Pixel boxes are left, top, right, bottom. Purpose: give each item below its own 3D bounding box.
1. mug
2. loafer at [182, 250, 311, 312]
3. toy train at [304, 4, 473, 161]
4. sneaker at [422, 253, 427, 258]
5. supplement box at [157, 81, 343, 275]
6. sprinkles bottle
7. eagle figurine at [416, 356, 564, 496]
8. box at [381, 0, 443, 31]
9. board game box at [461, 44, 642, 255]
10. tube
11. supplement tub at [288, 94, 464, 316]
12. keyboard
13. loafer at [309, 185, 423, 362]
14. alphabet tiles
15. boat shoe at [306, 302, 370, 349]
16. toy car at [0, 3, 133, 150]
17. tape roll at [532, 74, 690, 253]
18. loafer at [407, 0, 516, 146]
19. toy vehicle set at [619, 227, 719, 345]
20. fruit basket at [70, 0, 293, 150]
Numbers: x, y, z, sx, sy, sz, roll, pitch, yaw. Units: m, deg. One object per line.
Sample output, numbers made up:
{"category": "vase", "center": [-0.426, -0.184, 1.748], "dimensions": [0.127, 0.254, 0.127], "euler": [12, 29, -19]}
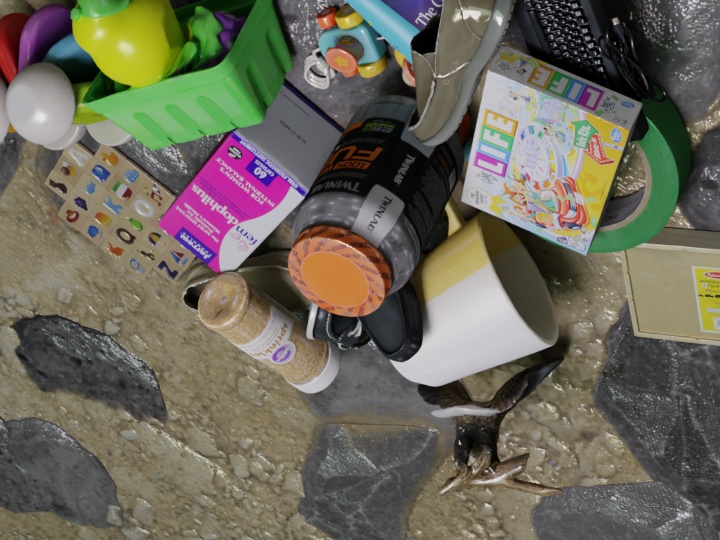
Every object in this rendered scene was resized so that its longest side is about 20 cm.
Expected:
{"category": "mug", "center": [0.095, 0.026, 1.559], "dimensions": [0.152, 0.188, 0.149], "euler": [-30, 145, 22]}
{"category": "loafer", "center": [-0.124, 0.025, 1.768], "dimensions": [0.198, 0.069, 0.076], "euler": [-2, 128, 33]}
{"category": "toy train", "center": [0.029, -0.174, 1.495], "dimensions": [0.198, 0.056, 0.151], "euler": [26, 138, 7]}
{"category": "sneaker", "center": [0.041, 0.018, 1.646], "dimensions": [0.199, 0.088, 0.076], "euler": [33, 137, -2]}
{"category": "supplement box", "center": [-0.118, -0.095, 1.626], "dimensions": [0.101, 0.104, 0.200], "euler": [38, 140, -8]}
{"category": "sprinkles bottle", "center": [-0.100, 0.072, 1.716], "dimensions": [0.068, 0.069, 0.200], "euler": [-3, 154, 33]}
{"category": "eagle figurine", "center": [0.128, 0.151, 1.608], "dimensions": [0.151, 0.201, 0.151], "euler": [29, 131, -16]}
{"category": "box", "center": [0.085, -0.306, 1.320], "dimensions": [0.141, 0.079, 0.200], "euler": [38, 139, -2]}
{"category": "board game box", "center": [0.168, -0.105, 1.387], "dimensions": [0.133, 0.034, 0.201], "euler": [24, 150, 11]}
{"category": "tube", "center": [0.006, -0.259, 1.406], "dimensions": [0.200, 0.077, 0.050], "euler": [41, 108, -3]}
{"category": "supplement tub", "center": [0.013, -0.060, 1.428], "dimensions": [0.121, 0.201, 0.123], "euler": [15, 137, 14]}
{"category": "keyboard", "center": [0.192, -0.181, 1.308], "dimensions": [0.103, 0.040, 0.201], "euler": [-7, 133, 29]}
{"category": "loafer", "center": [0.000, 0.000, 1.506], "dimensions": [0.068, 0.070, 0.202], "euler": [-37, 63, 28]}
{"category": "alphabet tiles", "center": [-0.282, -0.069, 1.825], "dimensions": [0.199, 0.006, 0.166], "euler": [38, 139, -6]}
{"category": "boat shoe", "center": [-0.017, 0.047, 1.672], "dimensions": [0.060, 0.076, 0.200], "euler": [15, -179, 8]}
{"category": "toy car", "center": [-0.334, -0.207, 1.636], "dimensions": [0.198, 0.174, 0.152], "euler": [-1, 93, 33]}
{"category": "tape roll", "center": [0.210, -0.109, 1.449], "dimensions": [0.198, 0.048, 0.202], "euler": [17, 136, 17]}
{"category": "loafer", "center": [0.077, -0.189, 1.330], "dimensions": [0.069, 0.076, 0.201], "euler": [23, 140, -3]}
{"category": "toy vehicle set", "center": [0.357, 0.020, 1.495], "dimensions": [0.198, 0.027, 0.125], "euler": [6, 132, 27]}
{"category": "fruit basket", "center": [-0.195, -0.226, 1.507], "dimensions": [0.213, 0.156, 0.217], "euler": [15, 142, 12]}
